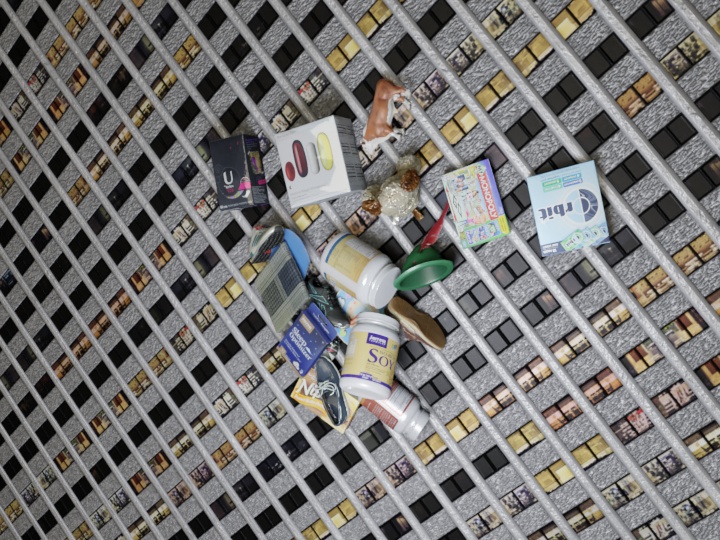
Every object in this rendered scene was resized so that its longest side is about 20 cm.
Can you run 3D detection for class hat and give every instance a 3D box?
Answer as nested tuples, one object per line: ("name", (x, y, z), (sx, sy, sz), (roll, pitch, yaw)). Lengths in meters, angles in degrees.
("hat", (0.157, -0.065, 1.614), (0.194, 0.166, 0.181), (-10, 68, -19))

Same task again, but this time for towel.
("towel", (-0.230, 0.053, 1.748), (0.200, 0.034, 0.196), (-45, 64, 38))

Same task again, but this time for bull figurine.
("bull figurine", (0.068, -0.411, 1.612), (0.118, 0.065, 0.206), (16, 104, 13))

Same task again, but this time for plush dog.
("plush dog", (0.097, -0.194, 1.572), (0.198, 0.171, 0.162), (-37, 85, 19))

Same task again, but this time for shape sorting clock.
("shape sorting clock", (0.006, 0.129, 1.720), (0.194, 0.039, 0.207), (3, 98, 19))

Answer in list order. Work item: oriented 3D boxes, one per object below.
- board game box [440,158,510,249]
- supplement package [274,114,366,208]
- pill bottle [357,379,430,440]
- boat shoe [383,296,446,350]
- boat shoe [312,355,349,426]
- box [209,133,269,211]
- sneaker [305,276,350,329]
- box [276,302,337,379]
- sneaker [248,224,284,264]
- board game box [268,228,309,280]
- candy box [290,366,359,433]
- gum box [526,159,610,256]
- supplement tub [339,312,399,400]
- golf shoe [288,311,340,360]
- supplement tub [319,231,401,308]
("board game box", (0.303, -0.174, 1.569), (0.131, 0.029, 0.206), (-18, 91, 13))
("supplement package", (-0.108, -0.298, 1.645), (0.186, 0.147, 0.206), (-13, 94, 20))
("pill bottle", (0.096, 0.383, 1.683), (0.198, 0.112, 0.114), (37, 107, 11))
("boat shoe", (0.149, 0.158, 1.662), (0.198, 0.073, 0.072), (36, 138, -3))
("boat shoe", (-0.092, 0.348, 1.715), (0.073, 0.062, 0.206), (-18, 87, 22))
("box", (-0.358, -0.287, 1.758), (0.119, 0.106, 0.207), (-8, 94, 19))
("sneaker", (-0.099, 0.094, 1.714), (0.198, 0.075, 0.081), (36, 105, 29))
("box", (-0.155, 0.201, 1.701), (0.122, 0.032, 0.201), (47, 122, 17))
("sneaker", (-0.287, -0.100, 1.746), (0.200, 0.069, 0.096), (-44, 63, 52))
("board game box", (-0.201, -0.026, 1.762), (0.157, 0.038, 0.204), (38, 127, 29))
("candy box", (-0.100, 0.378, 1.782), (0.197, 0.055, 0.118), (32, 104, 13))
("gum box", (0.520, -0.155, 1.495), (0.165, 0.044, 0.206), (-12, 94, 20))
("supplement tub", (0.029, 0.231, 1.601), (0.141, 0.146, 0.206), (6, 68, 18))
("golf shoe", (-0.154, 0.200, 1.770), (0.198, 0.077, 0.089), (37, 116, 13))
("supplement tub", (0.000, 0.000, 1.630), (0.198, 0.143, 0.148), (32, 107, 26))
